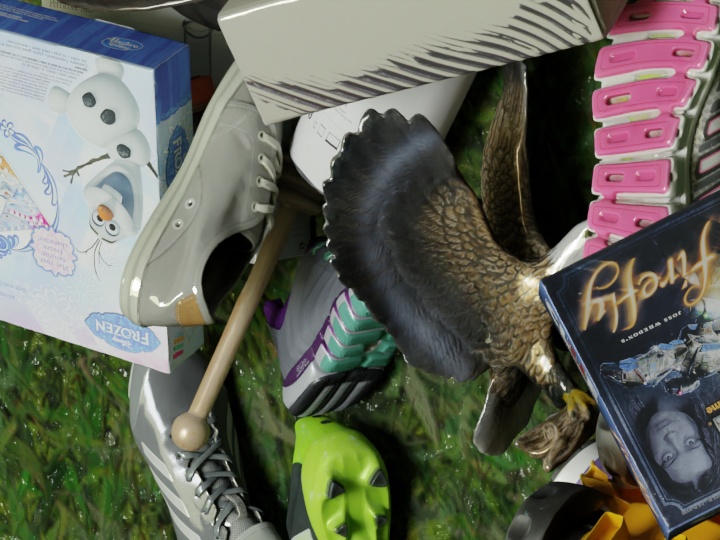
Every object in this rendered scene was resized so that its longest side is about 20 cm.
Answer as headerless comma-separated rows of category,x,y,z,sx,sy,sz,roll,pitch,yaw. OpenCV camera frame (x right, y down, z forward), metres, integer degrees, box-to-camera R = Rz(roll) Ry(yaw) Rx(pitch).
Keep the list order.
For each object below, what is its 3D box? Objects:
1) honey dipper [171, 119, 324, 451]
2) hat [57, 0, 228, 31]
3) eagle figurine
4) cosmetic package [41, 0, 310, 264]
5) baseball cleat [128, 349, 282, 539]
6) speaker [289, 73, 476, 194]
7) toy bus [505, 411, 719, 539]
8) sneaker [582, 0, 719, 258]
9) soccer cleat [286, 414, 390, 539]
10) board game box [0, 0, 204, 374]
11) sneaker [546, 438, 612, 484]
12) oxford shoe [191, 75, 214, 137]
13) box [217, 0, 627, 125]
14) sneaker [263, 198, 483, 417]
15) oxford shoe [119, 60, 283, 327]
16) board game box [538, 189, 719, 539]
honey dipper,-0.061,0.011,1.687,0.038,0.038,0.201,20,86,42
hat,-0.075,-0.184,1.655,0.200,0.201,0.081,13,146,44
eagle figurine,0.078,-0.005,1.530,0.151,0.152,0.200,-38,85,2
cosmetic package,-0.114,-0.095,1.772,0.199,0.052,0.152,12,106,44
baseball cleat,-0.083,0.135,1.781,0.106,0.070,0.201,8,117,57
speaker,0.031,-0.131,1.587,0.081,0.081,0.201,46,129,28
toy bus,0.179,0.165,1.467,0.135,0.200,0.193,14,142,37
sneaker,0.167,-0.060,1.472,0.074,0.087,0.201,-1,77,45
soccer cleat,-0.014,0.181,1.735,0.081,0.067,0.201,-136,43,-60
board game box,-0.187,-0.057,1.695,0.199,0.043,0.200,16,125,25
sneaker,0.120,0.196,1.585,0.087,0.076,0.201,36,124,27
oxford shoe,-0.156,-0.059,1.739,0.199,0.071,0.073,-15,94,47
box,0.034,-0.140,1.485,0.199,0.082,0.069,-13,114,28
sneaker,0.000,0.000,1.662,0.200,0.074,0.088,-47,58,41
oxford shoe,-0.068,-0.050,1.630,0.057,0.201,0.075,18,157,19
board game box,0.203,0.022,1.380,0.136,0.199,0.035,63,177,13
